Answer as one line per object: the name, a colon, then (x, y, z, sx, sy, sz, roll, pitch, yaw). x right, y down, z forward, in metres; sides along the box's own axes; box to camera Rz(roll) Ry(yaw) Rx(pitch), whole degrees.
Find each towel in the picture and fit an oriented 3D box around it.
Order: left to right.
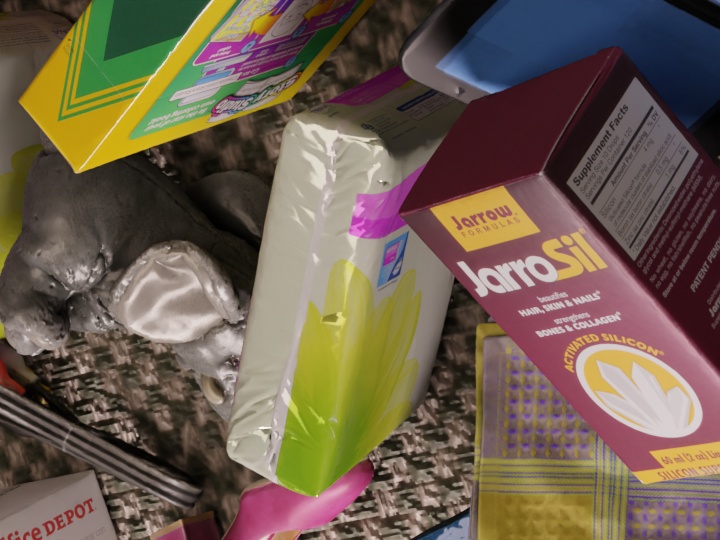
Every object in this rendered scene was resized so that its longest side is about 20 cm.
towel: (0.152, 0.098, 1.230, 0.198, 0.023, 0.145, 4, 83, 19)

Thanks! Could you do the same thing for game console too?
game console: (0.150, -0.092, 1.113, 0.171, 0.199, 0.119, 38, 105, 56)

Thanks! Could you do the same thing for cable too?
cable: (-0.186, 0.084, 1.438, 0.199, 0.097, 0.051, 22, 83, 19)

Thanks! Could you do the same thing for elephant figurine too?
elephant figurine: (-0.098, 0.006, 1.353, 0.198, 0.155, 0.143, 15, 70, 6)

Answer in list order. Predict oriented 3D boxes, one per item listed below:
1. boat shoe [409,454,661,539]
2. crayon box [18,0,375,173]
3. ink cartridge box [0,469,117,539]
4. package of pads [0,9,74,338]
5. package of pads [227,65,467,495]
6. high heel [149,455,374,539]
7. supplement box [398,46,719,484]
boat shoe: (0.096, 0.144, 1.292, 0.198, 0.069, 0.085, -16, 82, 17)
crayon box: (-0.061, -0.145, 1.228, 0.058, 0.200, 0.173, 51, 125, 10)
ink cartridge box: (-0.202, 0.242, 1.450, 0.082, 0.147, 0.202, -16, 95, 31)
package of pads: (-0.237, -0.051, 1.390, 0.068, 0.154, 0.202, 27, 116, 33)
package of pads: (0.000, 0.000, 1.254, 0.068, 0.154, 0.202, 19, 112, 18)
high heel: (-0.051, 0.175, 1.384, 0.199, 0.067, 0.097, -28, 78, 38)
supplement box: (0.130, 0.003, 1.120, 0.200, 0.086, 0.110, 47, 147, -20)
